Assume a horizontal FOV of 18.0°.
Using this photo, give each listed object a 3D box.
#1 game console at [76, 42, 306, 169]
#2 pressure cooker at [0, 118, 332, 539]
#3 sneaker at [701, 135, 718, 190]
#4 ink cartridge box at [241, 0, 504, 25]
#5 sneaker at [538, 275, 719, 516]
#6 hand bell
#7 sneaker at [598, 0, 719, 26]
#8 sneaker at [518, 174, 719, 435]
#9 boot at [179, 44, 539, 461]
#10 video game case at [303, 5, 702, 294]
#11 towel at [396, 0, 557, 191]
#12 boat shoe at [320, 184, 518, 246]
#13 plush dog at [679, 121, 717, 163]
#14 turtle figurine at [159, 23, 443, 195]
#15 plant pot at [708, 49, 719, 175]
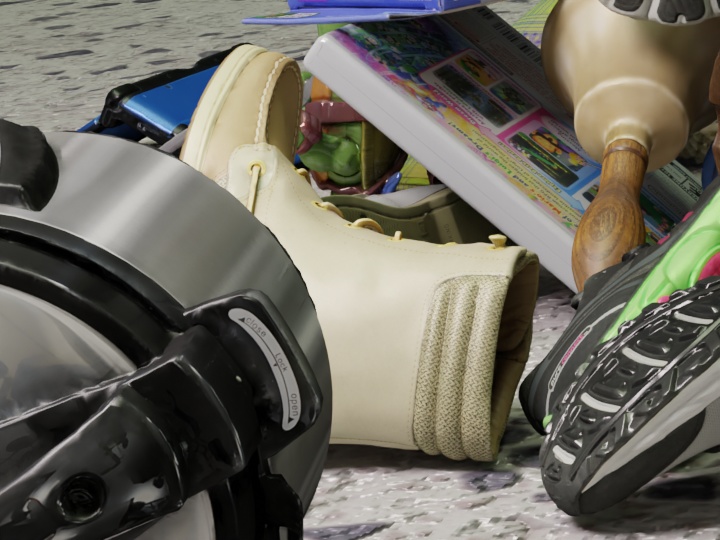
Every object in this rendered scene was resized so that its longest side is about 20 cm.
[{"bbox_3d":[-0.117,-0.079,1.570,0.171,0.118,0.200,31,26,14],"label":"game console"},{"bbox_3d":[-0.100,0.057,0.660,0.178,0.176,0.200,19,17,3],"label":"pressure cooker"},{"bbox_3d":[0.217,-0.061,1.196,0.082,0.074,0.200,25,19,27],"label":"sneaker"},{"bbox_3d":[0.049,-0.157,1.153,0.200,0.042,0.119,-19,17,-37],"label":"ink cartridge box"},{"bbox_3d":[0.154,0.032,0.825,0.200,0.079,0.074,-33,17,-12],"label":"sneaker"},{"bbox_3d":[0.122,-0.048,1.063,0.104,0.104,0.200,-2,37,16],"label":"hand bell"},{"bbox_3d":[0.198,-0.169,1.092,0.200,0.081,0.083,-22,-3,-9],"label":"sneaker"},{"bbox_3d":[0.133,0.004,0.927,0.084,0.077,0.200,-6,25,49],"label":"sneaker"},{"bbox_3d":[-0.001,-0.009,0.945,0.155,0.073,0.200,-1,54,16],"label":"boot"},{"bbox_3d":[0.085,-0.065,1.145,0.200,0.024,0.182,40,27,9],"label":"video game case"},{"bbox_3d":[0.111,-0.103,1.376,0.143,0.023,0.200,4,45,43],"label":"towel"},{"bbox_3d":[0.000,0.000,1.091,0.200,0.075,0.068,-11,-4,-45],"label":"boat shoe"},{"bbox_3d":[0.230,-0.137,1.438,0.200,0.161,0.172,-2,40,23],"label":"plush dog"},{"bbox_3d":[-0.045,-0.110,1.258,0.200,0.194,0.144,11,2,44],"label":"turtle figurine"},{"bbox_3d":[0.282,-0.080,1.058,0.198,0.201,0.200,-22,19,-26],"label":"plant pot"}]
